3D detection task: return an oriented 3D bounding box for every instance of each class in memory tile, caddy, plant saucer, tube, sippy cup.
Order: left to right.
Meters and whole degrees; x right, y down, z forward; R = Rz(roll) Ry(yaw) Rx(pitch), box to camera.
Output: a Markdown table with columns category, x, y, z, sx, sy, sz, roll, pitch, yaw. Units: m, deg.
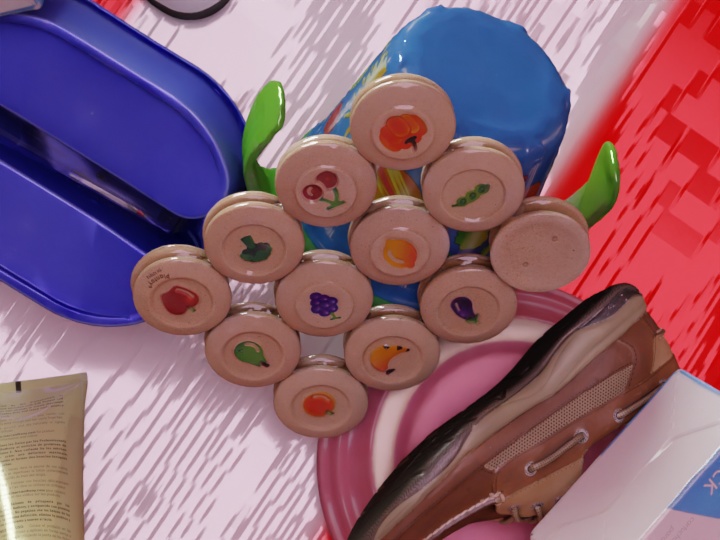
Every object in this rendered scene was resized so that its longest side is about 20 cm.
| category | x | y | z | sx | sy | sz | roll | pitch | yaw |
| --- | --- | --- | --- | --- | --- | --- | --- | --- | --- |
| tube | -0.167 | 0.132 | 1.051 | 0.058 | 0.052 | 0.201 | 25 | 36 | -36 |
| caddy | -0.149 | -0.061 | 1.087 | 0.199 | 0.105 | 0.142 | 32 | 100 | -6 |
| memory tile | 0.000 | 0.000 | 1.025 | 0.200 | 0.017 | 0.153 | -36 | 121 | 25 |
| sippy cup | 0.039 | -0.059 | 1.064 | 0.177 | 0.131 | 0.140 | -27 | 69 | -37 |
| plant saucer | 0.077 | 0.102 | 1.111 | 0.199 | 0.051 | 0.202 | 1 | 82 | -6 |

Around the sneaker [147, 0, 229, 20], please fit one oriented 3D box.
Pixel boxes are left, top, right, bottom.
| category | x | y | z | sx | sy | sz | roll | pitch | yaw |
| --- | --- | --- | --- | --- | --- | --- | --- | --- | --- |
| sneaker | -0.122 | -0.230 | 1.100 | 0.067 | 0.108 | 0.203 | -23 | 94 | -7 |

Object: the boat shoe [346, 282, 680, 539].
| category | x | y | z | sx | sy | sz | roll | pitch | yaw |
| --- | --- | --- | --- | --- | --- | --- | --- | --- | --- |
| boat shoe | 0.084 | 0.092 | 1.051 | 0.200 | 0.076 | 0.074 | -41 | 92 | -9 |

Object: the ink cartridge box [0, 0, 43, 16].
| category | x | y | z | sx | sy | sz | roll | pitch | yaw |
| --- | --- | --- | --- | --- | --- | --- | --- | --- | --- |
| ink cartridge box | -0.216 | -0.187 | 1.074 | 0.114 | 0.200 | 0.068 | -11 | 117 | 4 |

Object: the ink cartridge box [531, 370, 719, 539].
| category | x | y | z | sx | sy | sz | roll | pitch | yaw |
| --- | --- | --- | --- | --- | --- | --- | --- | --- | --- |
| ink cartridge box | 0.189 | 0.162 | 1.050 | 0.115 | 0.068 | 0.200 | -46 | 122 | -8 |
